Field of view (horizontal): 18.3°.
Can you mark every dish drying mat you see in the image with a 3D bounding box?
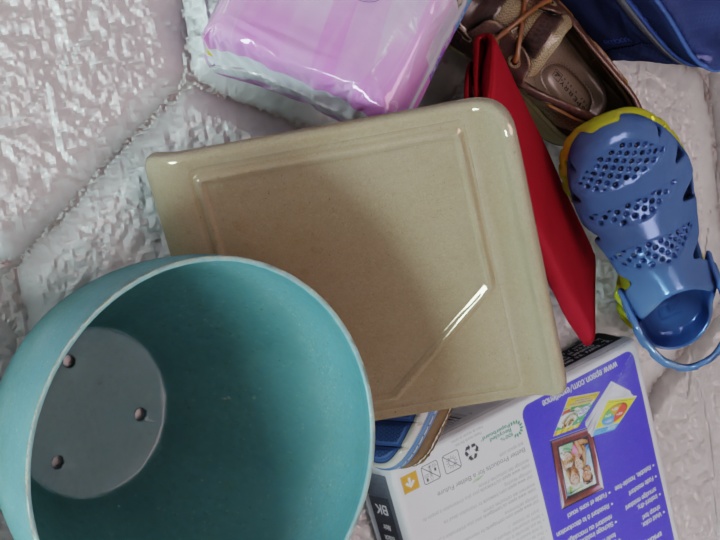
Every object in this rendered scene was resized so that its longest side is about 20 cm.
[{"bbox_3d":[0.101,-0.044,1.307,0.200,0.018,0.077,60,26,-44],"label":"dish drying mat"}]

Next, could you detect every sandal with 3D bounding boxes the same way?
[{"bbox_3d":[0.179,-0.013,1.340,0.079,0.087,0.200,-26,130,6],"label":"sandal"}]

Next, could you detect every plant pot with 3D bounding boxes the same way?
[{"bbox_3d":[-0.112,0.085,1.157,0.200,0.135,0.201,-6,100,-34],"label":"plant pot"}]

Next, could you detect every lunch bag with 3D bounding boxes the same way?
[{"bbox_3d":[0.170,-0.220,1.308,0.136,0.132,0.200,-52,122,-17],"label":"lunch bag"}]

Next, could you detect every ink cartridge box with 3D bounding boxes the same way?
[{"bbox_3d":[0.107,0.167,1.375,0.198,0.043,0.201,-24,108,-29],"label":"ink cartridge box"}]

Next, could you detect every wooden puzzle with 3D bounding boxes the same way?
[{"bbox_3d":[0.000,0.000,1.199,0.037,0.199,0.185,-79,158,-57],"label":"wooden puzzle"}]

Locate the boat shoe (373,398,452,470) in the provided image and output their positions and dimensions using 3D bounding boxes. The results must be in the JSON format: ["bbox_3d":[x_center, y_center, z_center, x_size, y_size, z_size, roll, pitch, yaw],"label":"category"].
[{"bbox_3d":[0.057,0.027,1.298,0.072,0.072,0.201,28,76,-41],"label":"boat shoe"}]

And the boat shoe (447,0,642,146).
[{"bbox_3d":[0.095,-0.142,1.304,0.200,0.072,0.072,45,72,-31],"label":"boat shoe"}]

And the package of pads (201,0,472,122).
[{"bbox_3d":[0.007,-0.177,1.210,0.120,0.076,0.200,25,80,9],"label":"package of pads"}]
